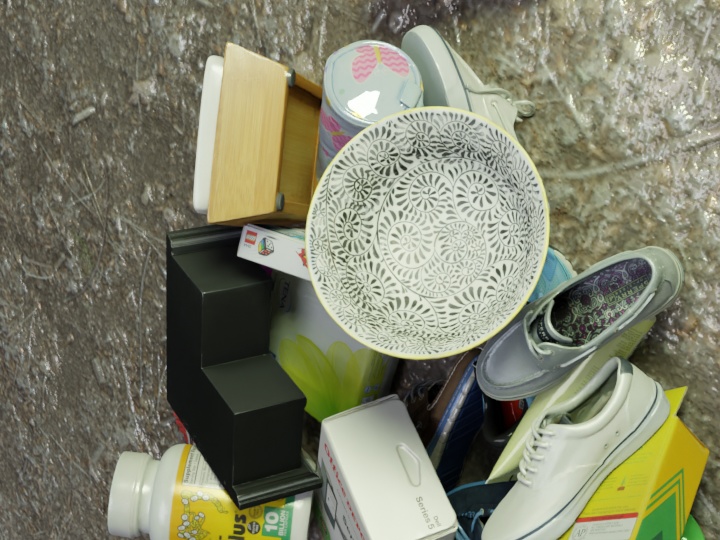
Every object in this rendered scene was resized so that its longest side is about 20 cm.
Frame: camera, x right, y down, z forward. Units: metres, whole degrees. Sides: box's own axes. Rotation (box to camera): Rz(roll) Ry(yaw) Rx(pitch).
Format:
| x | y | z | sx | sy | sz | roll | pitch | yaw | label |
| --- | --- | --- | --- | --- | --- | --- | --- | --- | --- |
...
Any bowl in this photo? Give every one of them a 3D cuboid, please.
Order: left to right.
| x | y | z | sx | sy | sz | roll | pitch | yaw | label |
| --- | --- | --- | --- | --- | --- | --- | --- | --- | --- |
| 0.062 | -0.022 | 0.929 | 0.198 | 0.094 | 0.203 | -4 | 77 | 18 | bowl |

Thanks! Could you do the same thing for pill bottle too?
| x | y | z | sx | sy | sz | roll | pitch | yaw | label |
| --- | --- | --- | --- | --- | --- | --- | --- | --- | --- |
| -0.149 | 0.237 | 1.158 | 0.198 | 0.113 | 0.114 | 7 | 114 | -1 | pill bottle |

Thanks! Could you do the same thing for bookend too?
| x | y | z | sx | sy | sz | roll | pitch | yaw | label |
| --- | --- | --- | --- | --- | --- | --- | --- | --- | --- |
| -0.115 | 0.086 | 1.114 | 0.199 | 0.091 | 0.202 | 42 | 135 | 50 | bookend |

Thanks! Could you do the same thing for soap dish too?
| x | y | z | sx | sy | sz | roll | pitch | yaw | label |
| --- | --- | --- | --- | --- | --- | --- | --- | --- | --- |
| -0.086 | -0.119 | 1.082 | 0.080 | 0.200 | 0.159 | 6 | 92 | 13 | soap dish |

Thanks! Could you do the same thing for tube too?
| x | y | z | sx | sy | sz | roll | pitch | yaw | label |
| --- | --- | --- | --- | --- | --- | --- | --- | --- | --- |
| 0.179 | 0.107 | 0.988 | 0.058 | 0.052 | 0.201 | 25 | 110 | -11 | tube |

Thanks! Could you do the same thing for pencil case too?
| x | y | z | sx | sy | sz | roll | pitch | yaw | label |
| --- | --- | --- | --- | --- | --- | --- | --- | --- | --- |
| 0.006 | -0.120 | 1.024 | 0.090 | 0.083 | 0.200 | 37 | 161 | 12 | pencil case |

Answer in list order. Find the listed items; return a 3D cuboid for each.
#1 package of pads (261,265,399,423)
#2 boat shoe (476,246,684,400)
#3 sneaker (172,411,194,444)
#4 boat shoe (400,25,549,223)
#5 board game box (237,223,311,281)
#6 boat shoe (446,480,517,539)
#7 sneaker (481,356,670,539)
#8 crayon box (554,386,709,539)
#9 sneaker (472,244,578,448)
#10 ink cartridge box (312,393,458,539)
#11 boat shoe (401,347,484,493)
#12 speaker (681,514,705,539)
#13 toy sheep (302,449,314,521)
| x | y | z | sx | sy | sz | roll | pitch | yaw | label |
| --- | --- | --- | --- | --- | --- | --- | --- | --- | --- |
| -0.046 | 0.062 | 1.198 | 0.199 | 0.068 | 0.156 | 34 | 125 | 29 | package of pads |
| 0.164 | 0.041 | 0.922 | 0.200 | 0.071 | 0.071 | -36 | 67 | 26 | boat shoe |
| -0.166 | 0.220 | 1.348 | 0.082 | 0.078 | 0.202 | -6 | 100 | 42 | sneaker |
| 0.111 | -0.127 | 0.991 | 0.203 | 0.086 | 0.075 | 63 | 156 | 2 | boat shoe |
| 0.000 | 0.000 | 1.068 | 0.198 | 0.126 | 0.035 | 19 | 98 | 23 | board game box |
| 0.126 | 0.240 | 1.081 | 0.084 | 0.069 | 0.200 | 40 | 135 | -15 | boat shoe |
| 0.163 | 0.152 | 0.943 | 0.071 | 0.200 | 0.073 | 44 | 178 | -18 | sneaker |
| 0.209 | 0.196 | 0.945 | 0.051 | 0.201 | 0.127 | 43 | 147 | -18 | crayon box |
| 0.145 | 0.070 | 1.014 | 0.078 | 0.090 | 0.202 | 13 | 112 | 38 | sneaker |
| 0.018 | 0.237 | 1.100 | 0.201 | 0.083 | 0.146 | 96 | 153 | -54 | ink cartridge box |
| 0.074 | 0.146 | 1.114 | 0.072 | 0.072 | 0.201 | 41 | 128 | 29 | boat shoe |
| 0.214 | 0.278 | 1.023 | 0.089 | 0.088 | 0.200 | 56 | 132 | 13 | speaker |
| -0.115 | 0.259 | 1.279 | 0.137 | 0.137 | 0.202 | 31 | 118 | 30 | toy sheep |
